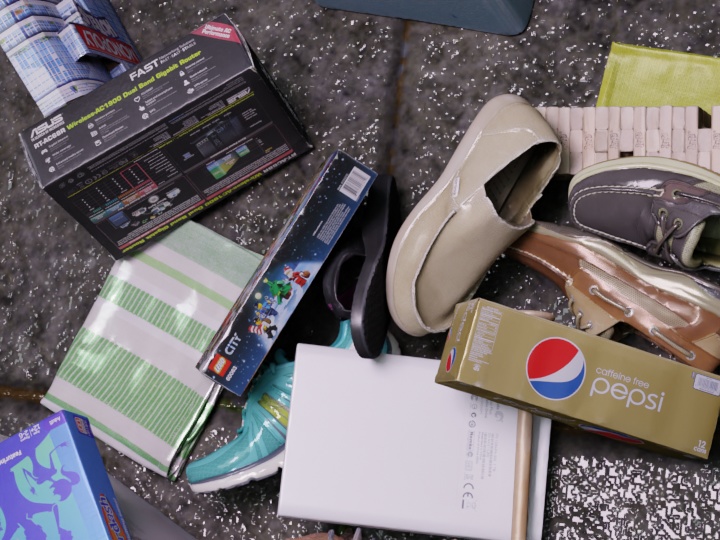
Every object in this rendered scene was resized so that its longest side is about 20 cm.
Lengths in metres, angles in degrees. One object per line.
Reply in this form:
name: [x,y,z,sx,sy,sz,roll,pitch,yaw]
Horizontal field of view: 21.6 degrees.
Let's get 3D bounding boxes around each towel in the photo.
towel: [0.281,-0.125,1.468,0.200,0.018,0.086,12,80,23]
towel: [-0.167,0.056,1.582,0.152,0.023,0.200,26,86,25]

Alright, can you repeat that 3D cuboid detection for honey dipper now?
honey dipper: [0.121,0.131,1.418,0.038,0.038,0.200,2,80,21]

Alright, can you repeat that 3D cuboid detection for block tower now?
block tower: [0.208,-0.098,1.458,0.200,0.054,0.058,0,85,23]

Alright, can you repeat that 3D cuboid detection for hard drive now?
hard drive: [0.043,0.133,1.439,0.200,0.025,0.132,7,77,-3]

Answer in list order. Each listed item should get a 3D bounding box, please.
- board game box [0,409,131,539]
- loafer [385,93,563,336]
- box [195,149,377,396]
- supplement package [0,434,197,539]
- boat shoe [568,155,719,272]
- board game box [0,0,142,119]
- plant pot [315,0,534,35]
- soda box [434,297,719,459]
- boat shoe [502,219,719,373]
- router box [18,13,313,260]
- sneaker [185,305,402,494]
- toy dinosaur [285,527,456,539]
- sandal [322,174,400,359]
board game box: [-0.232,0.221,1.330,0.152,0.045,0.200,-28,70,10]
loafer: [0.087,-0.037,1.425,0.068,0.076,0.200,30,95,49]
box: [-0.061,0.003,1.484,0.038,0.137,0.200,32,85,-5]
supplement package: [-0.239,0.236,1.463,0.152,0.200,0.151,32,89,24]
boat shoe: [0.249,-0.034,1.398,0.200,0.072,0.066,10,43,14]
board game box: [-0.232,-0.173,1.597,0.062,0.200,0.200,-35,81,9]
plant pot: [0.040,-0.327,1.511,0.196,0.200,0.196,12,80,22]
soda box: [0.160,0.080,1.379,0.200,0.068,0.064,19,82,-10]
boat shoe: [0.192,0.021,1.432,0.200,0.076,0.074,23,88,25]
router box: [-0.156,-0.106,1.538,0.200,0.150,0.062,-29,61,4]
sneaker: [-0.059,0.105,1.492,0.200,0.078,0.080,-37,96,-2]
toy dinosaur: [-0.019,0.230,1.409,0.200,0.135,0.086,5,83,42]
sandal: [0.000,0.000,1.469,0.048,0.075,0.201,-3,35,10]
